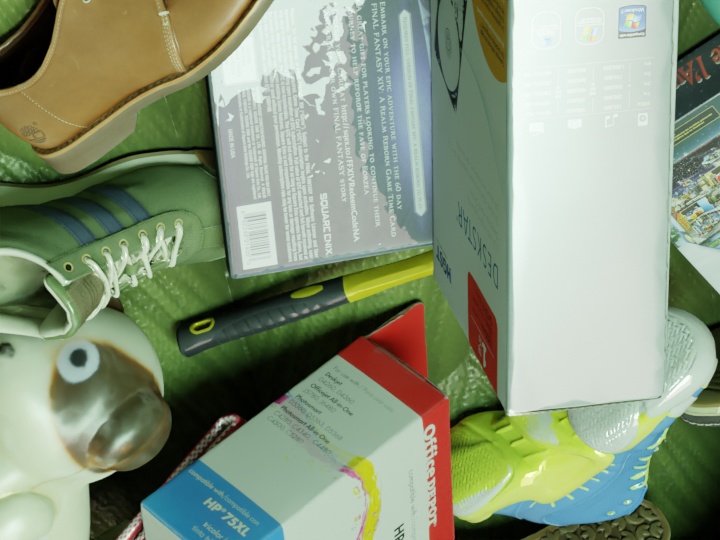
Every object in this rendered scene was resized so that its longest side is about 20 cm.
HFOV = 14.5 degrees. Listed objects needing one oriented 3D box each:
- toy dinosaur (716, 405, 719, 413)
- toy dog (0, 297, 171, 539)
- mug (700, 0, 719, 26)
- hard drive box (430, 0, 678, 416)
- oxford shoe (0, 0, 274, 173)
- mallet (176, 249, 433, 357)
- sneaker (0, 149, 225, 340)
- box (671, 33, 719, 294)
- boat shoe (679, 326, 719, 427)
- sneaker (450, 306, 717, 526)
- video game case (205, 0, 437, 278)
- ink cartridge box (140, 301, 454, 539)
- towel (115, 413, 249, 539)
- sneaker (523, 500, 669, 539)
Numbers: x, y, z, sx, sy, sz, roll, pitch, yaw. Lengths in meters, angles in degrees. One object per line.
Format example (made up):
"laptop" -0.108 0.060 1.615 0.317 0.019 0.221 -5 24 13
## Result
"toy dinosaur" 0.243 -0.016 1.446 0.101 0.058 0.201 8 124 -4
"toy dog" -0.172 0.103 1.423 0.193 0.140 0.200 15 125 -29
"mug" 0.205 -0.173 1.282 0.184 0.115 0.152 18 126 -30
"hard drive box" 0.085 -0.060 1.282 0.076 0.156 0.201 -6 115 -10
"oxford shoe" -0.098 -0.123 1.275 0.200 0.072 0.071 -40 126 23
"mallet" 0.000 0.000 1.450 0.199 0.066 0.041 -12 136 16
"sneaker" -0.136 -0.002 1.363 0.199 0.090 0.067 -5 133 -13
"box" 0.233 -0.081 1.433 0.200 0.038 0.137 -33 133 15
"boat shoe" 0.265 0.057 1.552 0.200 0.072 0.066 -16 130 -7
"sneaker" 0.136 0.083 1.534 0.105 0.076 0.200 18 144 -40
"video game case" 0.027 -0.078 1.357 0.199 0.019 0.144 -10 116 -10
"ink cartridge box" -0.015 0.119 1.467 0.200 0.067 0.117 -36 143 -28
"towel" -0.073 0.164 1.517 0.145 0.022 0.200 -50 150 -4
"sneaker" 0.082 0.198 1.614 0.199 0.067 0.090 -16 141 -14
